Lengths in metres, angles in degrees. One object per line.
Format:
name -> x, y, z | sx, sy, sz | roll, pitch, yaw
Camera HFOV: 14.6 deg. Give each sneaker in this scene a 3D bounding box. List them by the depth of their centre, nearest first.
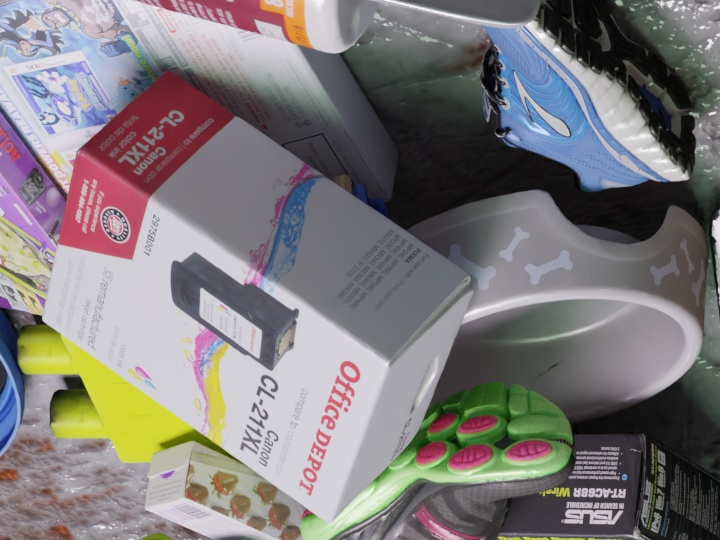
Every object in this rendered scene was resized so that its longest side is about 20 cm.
sneaker -> 0.089, -0.102, 1.428 | 0.089, 0.079, 0.200 | -21, 129, 28
sneaker -> 0.054, 0.122, 1.538 | 0.084, 0.077, 0.200 | 44, 140, -18

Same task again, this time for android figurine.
android figurine -> -0.101, 0.063, 1.680 | 0.199, 0.041, 0.183 | -4, 136, 18

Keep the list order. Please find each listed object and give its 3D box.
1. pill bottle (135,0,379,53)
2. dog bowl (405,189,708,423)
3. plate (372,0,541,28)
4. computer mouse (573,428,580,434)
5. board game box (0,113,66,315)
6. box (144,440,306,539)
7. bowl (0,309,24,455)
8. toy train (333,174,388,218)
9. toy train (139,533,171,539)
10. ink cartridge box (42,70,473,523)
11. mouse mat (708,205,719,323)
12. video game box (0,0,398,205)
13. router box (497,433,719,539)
pill bottle -> -0.087, -0.182, 1.337 | 0.199, 0.114, 0.115 | 15, 140, 12
dog bowl -> 0.097, 0.027, 1.533 | 0.199, 0.059, 0.200 | -6, 153, -3
plate -> -0.007, -0.198, 1.258 | 0.198, 0.201, 0.032 | 9, 150, 2
computer mouse -> 0.141, 0.109, 1.689 | 0.199, 0.034, 0.059 | 23, 155, -23
board game box -> -0.218, -0.046, 1.564 | 0.120, 0.032, 0.200 | 14, 148, 41
box -> -0.048, 0.160, 1.740 | 0.199, 0.039, 0.041 | 28, 149, -37
bowl -> -0.301, 0.054, 1.716 | 0.199, 0.040, 0.201 | 6, 139, 6
toy train -> 0.000, 0.000, 1.554 | 0.045, 0.034, 0.200 | -7, 157, 5
toy train -> -0.111, 0.204, 1.771 | 0.199, 0.085, 0.116 | 16, 160, 43
ink cartridge box -> -0.057, 0.015, 1.463 | 0.199, 0.083, 0.146 | 34, 139, 14
mouse mat -> 0.293, 0.031, 1.516 | 0.199, 0.008, 0.162 | -4, 114, 16
video game box -> -0.101, -0.097, 1.500 | 0.181, 0.047, 0.200 | -14, 133, 22
router box -> 0.108, 0.143, 1.643 | 0.199, 0.063, 0.150 | -2, 161, 31
